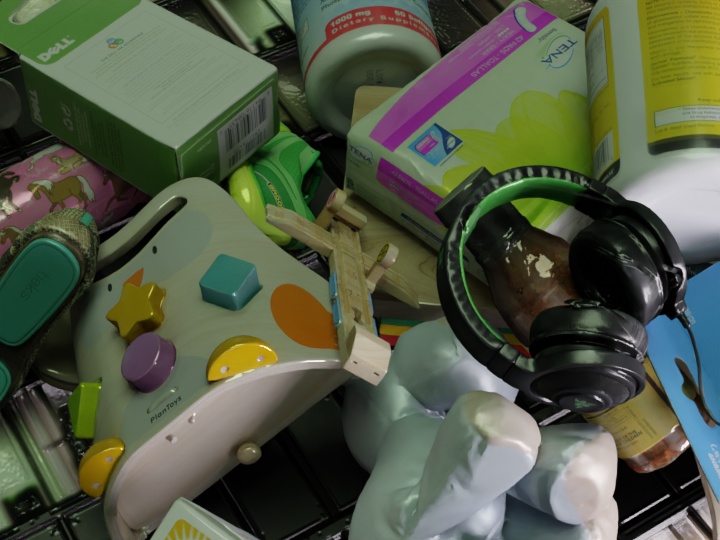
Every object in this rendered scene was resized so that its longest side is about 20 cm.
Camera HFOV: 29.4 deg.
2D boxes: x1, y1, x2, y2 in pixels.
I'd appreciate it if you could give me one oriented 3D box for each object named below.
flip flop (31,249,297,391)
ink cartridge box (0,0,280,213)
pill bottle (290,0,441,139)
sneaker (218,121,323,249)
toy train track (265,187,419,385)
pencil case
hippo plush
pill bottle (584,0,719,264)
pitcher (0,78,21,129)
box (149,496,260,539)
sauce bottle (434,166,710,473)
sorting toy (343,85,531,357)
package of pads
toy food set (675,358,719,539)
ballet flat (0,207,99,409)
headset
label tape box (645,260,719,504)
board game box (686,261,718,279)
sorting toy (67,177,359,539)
[{"bbox_3d":[-0.132,0.018,0.927,0.197,0.058,0.082,-19,54,-17],"label":"flip flop"},{"bbox_3d":[-0.161,-0.130,0.938,0.199,0.060,0.104,30,53,23],"label":"ink cartridge box"},{"bbox_3d":[-0.001,-0.207,1.083,0.107,0.110,0.202,-5,51,-6],"label":"pill bottle"},{"bbox_3d":[-0.073,-0.076,1.002,0.082,0.075,0.201,15,36,-21],"label":"sneaker"},{"bbox_3d":[0.000,0.000,0.813,0.114,0.033,0.201,30,21,-18],"label":"toy train track"},{"bbox_3d":[-0.214,-0.048,0.962,0.199,0.084,0.086,-37,43,-27],"label":"pencil case"},{"bbox_3d":[0.055,0.122,0.824,0.200,0.159,0.162,-42,30,17],"label":"hippo plush"},{"bbox_3d":[0.194,-0.115,0.840,0.110,0.113,0.203,2,61,0],"label":"pill bottle"},{"bbox_3d":[-0.358,-0.185,1.060,0.169,0.122,0.202,-19,64,2],"label":"pitcher"},{"bbox_3d":[-0.089,0.230,0.677,0.101,0.113,0.201,30,82,21],"label":"box"},{"bbox_3d":[0.123,0.026,0.808,0.066,0.066,0.201,-41,94,-30],"label":"sauce bottle"},{"bbox_3d":[0.086,-0.030,0.967,0.196,0.070,0.201,5,50,2],"label":"sorting toy"},{"bbox_3d":[0.109,-0.087,0.925,0.154,0.069,0.200,35,58,24],"label":"package of pads"},{"bbox_3d":[0.260,0.107,0.878,0.141,0.061,0.202,4,51,-14],"label":"toy food set"},{"bbox_3d":[-0.229,0.037,0.871,0.068,0.200,0.075,40,19,-11],"label":"ballet flat"},{"bbox_3d":[0.137,0.017,0.728,0.198,0.094,0.124,31,64,2],"label":"headset"},{"bbox_3d":[0.262,0.060,0.796,0.198,0.063,0.146,8,47,-36],"label":"label tape box"},{"bbox_3d":[0.285,-0.068,1.031,0.133,0.028,0.202,15,51,9],"label":"board game box"},{"bbox_3d":[-0.114,0.037,0.826,0.199,0.107,0.181,-38,51,13],"label":"sorting toy"}]
